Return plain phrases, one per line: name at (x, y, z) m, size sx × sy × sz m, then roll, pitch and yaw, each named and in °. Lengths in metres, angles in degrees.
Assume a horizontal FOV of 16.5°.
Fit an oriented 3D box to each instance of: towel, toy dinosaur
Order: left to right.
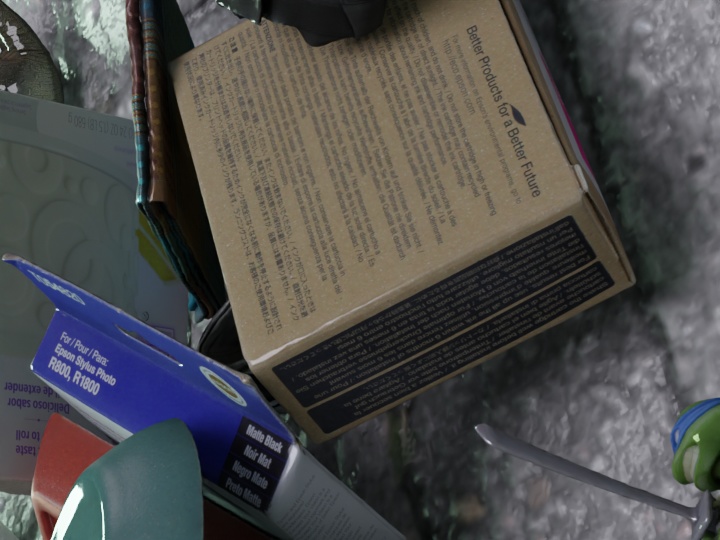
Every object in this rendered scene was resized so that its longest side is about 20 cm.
toy dinosaur at (-0.206, -0.087, 1.442) m, size 0.102 × 0.077 × 0.201 m, roll 21°, pitch 94°, yaw 35°
towel at (-0.094, -0.069, 1.240) m, size 0.022 × 0.200 × 0.148 m, roll -7°, pitch 73°, yaw 3°

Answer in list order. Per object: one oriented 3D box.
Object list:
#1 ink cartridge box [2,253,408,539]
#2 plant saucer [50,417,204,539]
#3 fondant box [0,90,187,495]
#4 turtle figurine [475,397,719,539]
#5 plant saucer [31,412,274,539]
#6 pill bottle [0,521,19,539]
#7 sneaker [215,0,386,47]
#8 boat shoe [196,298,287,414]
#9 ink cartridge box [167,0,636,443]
ink cartridge box at (-0.067, 0.086, 1.160) m, size 0.199 × 0.200 × 0.041 m, roll 24°, pitch 73°, yaw 47°
plant saucer at (-0.112, 0.160, 1.064) m, size 0.200 × 0.036 × 0.202 m, roll -168°, pitch 90°, yaw -74°
fondant box at (-0.160, 0.016, 1.307) m, size 0.058 × 0.144 × 0.202 m, roll -9°, pitch 76°, yaw 44°
turtle figurine at (0.155, 0.140, 0.937) m, size 0.194 × 0.199 × 0.145 m, roll 37°, pitch 125°, yaw 34°
plant saucer at (-0.087, 0.189, 1.201) m, size 0.199 × 0.037 × 0.201 m, roll 24°, pitch 134°, yaw 47°
pill bottle at (-0.271, 0.216, 1.348) m, size 0.112 × 0.112 × 0.200 m, roll 4°, pitch 49°, yaw 47°
sneaker at (-0.061, -0.176, 1.114) m, size 0.199 × 0.077 × 0.112 m, roll 36°, pitch 138°, yaw 23°
boat shoe at (0.000, 0.000, 1.188) m, size 0.200 × 0.071 × 0.072 m, roll -46°, pitch 51°, yaw 24°
ink cartridge box at (0.014, -0.046, 1.113) m, size 0.164 × 0.075 × 0.201 m, roll -26°, pitch 47°, yaw 10°
